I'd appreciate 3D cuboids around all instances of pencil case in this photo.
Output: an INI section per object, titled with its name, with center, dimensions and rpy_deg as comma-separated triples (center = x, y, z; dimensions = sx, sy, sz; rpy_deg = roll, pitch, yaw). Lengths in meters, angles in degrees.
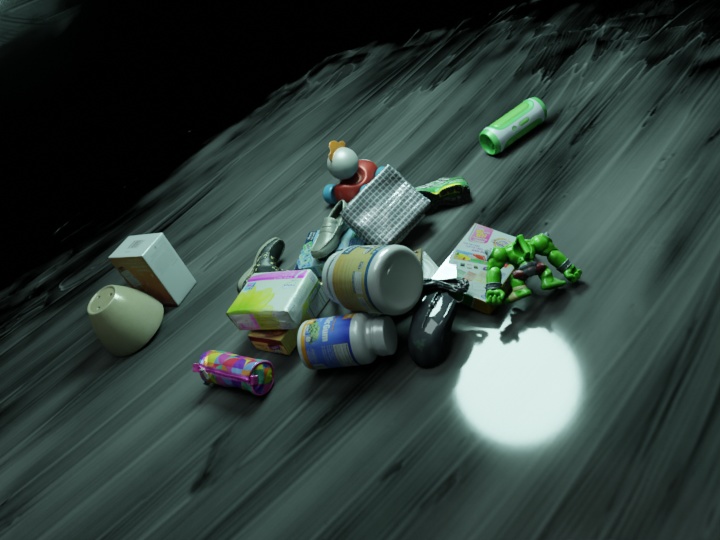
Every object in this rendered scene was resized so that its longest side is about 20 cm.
[pencil case]
center = -0.292, 0.235, 1.438
dimensions = 0.199, 0.089, 0.089
rpy_deg = 1, 43, 36

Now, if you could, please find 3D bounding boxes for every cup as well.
[cup]
center = -0.687, 0.124, 1.767
dimensions = 0.199, 0.143, 0.201
rpy_deg = -18, 45, 19

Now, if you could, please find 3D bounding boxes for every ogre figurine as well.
[ogre figurine]
center = 0.343, -0.008, 1.281
dimensions = 0.199, 0.098, 0.120
rpy_deg = -20, 76, 16

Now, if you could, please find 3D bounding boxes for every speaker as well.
[speaker]
center = 0.441, -0.417, 1.793
dimensions = 0.200, 0.089, 0.088
rpy_deg = -36, 35, -12

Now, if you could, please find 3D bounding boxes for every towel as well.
[towel]
center = 0.067, -0.159, 1.618
dimensions = 0.166, 0.086, 0.200
rpy_deg = 42, 84, 14

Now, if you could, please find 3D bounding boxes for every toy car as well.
[toy car]
center = -0.033, -0.313, 1.872
dimensions = 0.184, 0.200, 0.177
rpy_deg = 8, 47, 39

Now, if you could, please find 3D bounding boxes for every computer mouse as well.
[computer mouse]
center = 0.143, 0.099, 1.290
dimensions = 0.138, 0.053, 0.201
rpy_deg = 0, 65, 33

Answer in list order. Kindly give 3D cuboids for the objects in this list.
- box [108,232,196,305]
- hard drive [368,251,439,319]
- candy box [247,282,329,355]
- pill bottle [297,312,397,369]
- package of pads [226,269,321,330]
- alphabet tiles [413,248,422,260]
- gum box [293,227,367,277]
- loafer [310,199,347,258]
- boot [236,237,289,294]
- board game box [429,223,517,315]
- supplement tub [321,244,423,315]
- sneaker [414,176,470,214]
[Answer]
[box]
center = -0.620, 0.000, 1.858
dimensions = 0.152, 0.201, 0.107
rpy_deg = -3, 40, 31
[hard drive]
center = 0.097, 0.042, 1.469
dimensions = 0.199, 0.038, 0.140
rpy_deg = -29, 34, -1
[candy box]
center = -0.176, 0.112, 1.544
dimensions = 0.116, 0.057, 0.200
rpy_deg = 3, 43, 37
[pill bottle]
center = -0.027, 0.151, 1.343
dimensions = 0.199, 0.112, 0.112
rpy_deg = -11, 38, 23
[package of pads]
center = -0.213, 0.073, 1.512
dimensions = 0.199, 0.068, 0.155
rpy_deg = -5, 39, 32
[alphabet tiles]
center = 0.058, 0.003, 1.508
dimensions = 0.199, 0.008, 0.167
rpy_deg = -24, 15, 16
[gum box]
center = -0.068, -0.059, 1.703
dimensions = 0.199, 0.045, 0.170
rpy_deg = -11, 37, 23
[loafer]
center = -0.082, -0.112, 1.679
dimensions = 0.070, 0.070, 0.200
rpy_deg = -1, 42, 32
[boot]
center = -0.232, -0.001, 1.716
dimensions = 0.153, 0.074, 0.204
rpy_deg = 9, 54, 38
[board game box]
center = 0.272, -0.008, 1.383
dimensions = 0.153, 0.040, 0.200
rpy_deg = 24, 57, 32
[supplement tub]
center = 0.022, 0.018, 1.334
dimensions = 0.200, 0.145, 0.145
rpy_deg = 2, 43, 52
[sneaker]
center = 0.201, -0.207, 1.703
dimensions = 0.199, 0.078, 0.085
rpy_deg = -8, 31, 11
